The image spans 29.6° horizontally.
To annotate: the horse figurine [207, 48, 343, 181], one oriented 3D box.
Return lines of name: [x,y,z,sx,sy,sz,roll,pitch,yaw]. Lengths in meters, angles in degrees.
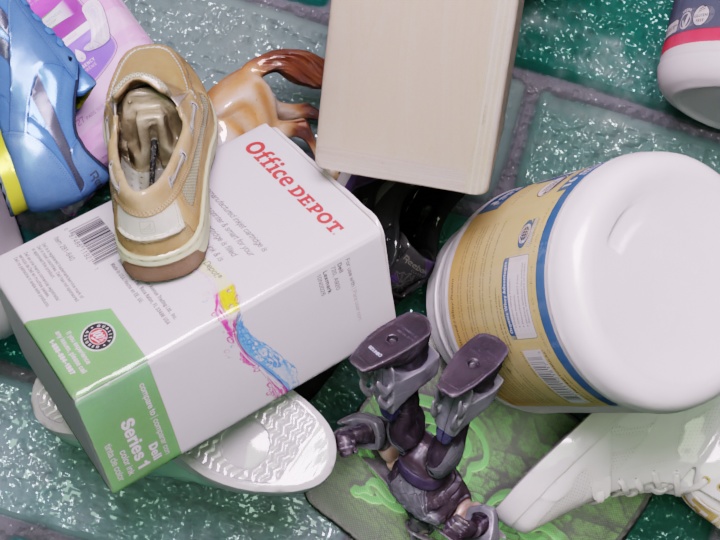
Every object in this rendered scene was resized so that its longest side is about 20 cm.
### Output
horse figurine: [-0.078,-0.072,0.912,0.132,0.050,0.201,33,86,-26]

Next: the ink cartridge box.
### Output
ink cartridge box: [-0.098,0.015,0.809,0.199,0.085,0.145,-29,44,-18]

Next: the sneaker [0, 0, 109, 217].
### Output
sneaker: [-0.215,-0.136,0.864,0.078,0.066,0.202,-19,86,-11]

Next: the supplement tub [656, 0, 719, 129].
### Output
supplement tub: [0.282,-0.198,0.899,0.139,0.140,0.203,14,84,2]

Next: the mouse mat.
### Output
mouse mat: [0.081,0.149,0.930,0.199,0.008,0.162,37,85,5]

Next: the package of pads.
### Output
package of pads: [-0.211,-0.151,0.932,0.120,0.076,0.201,-37,85,-7]

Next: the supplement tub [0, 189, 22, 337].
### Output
supplement tub: [-0.327,0.001,0.873,0.198,0.145,0.146,-20,84,-2]

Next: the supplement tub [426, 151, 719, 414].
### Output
supplement tub: [0.135,0.014,0.832,0.143,0.200,0.147,2,84,-22]

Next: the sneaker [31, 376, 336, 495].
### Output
sneaker: [-0.098,0.103,0.876,0.198,0.118,0.075,11,74,17]

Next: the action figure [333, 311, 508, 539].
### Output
action figure: [0.038,0.112,0.848,0.129,0.201,0.069,27,53,24]

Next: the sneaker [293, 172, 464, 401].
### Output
sneaker: [0.000,0.000,0.894,0.075,0.087,0.202,30,84,-37]

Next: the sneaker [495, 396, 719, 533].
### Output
sneaker: [0.192,0.133,0.892,0.199,0.074,0.116,-37,81,-8]

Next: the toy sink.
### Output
toy sink: [0.040,-0.167,0.804,0.111,0.131,0.202,10,113,6]

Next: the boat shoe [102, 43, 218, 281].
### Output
boat shoe: [-0.120,-0.086,0.802,0.071,0.077,0.201,-14,42,-3]
